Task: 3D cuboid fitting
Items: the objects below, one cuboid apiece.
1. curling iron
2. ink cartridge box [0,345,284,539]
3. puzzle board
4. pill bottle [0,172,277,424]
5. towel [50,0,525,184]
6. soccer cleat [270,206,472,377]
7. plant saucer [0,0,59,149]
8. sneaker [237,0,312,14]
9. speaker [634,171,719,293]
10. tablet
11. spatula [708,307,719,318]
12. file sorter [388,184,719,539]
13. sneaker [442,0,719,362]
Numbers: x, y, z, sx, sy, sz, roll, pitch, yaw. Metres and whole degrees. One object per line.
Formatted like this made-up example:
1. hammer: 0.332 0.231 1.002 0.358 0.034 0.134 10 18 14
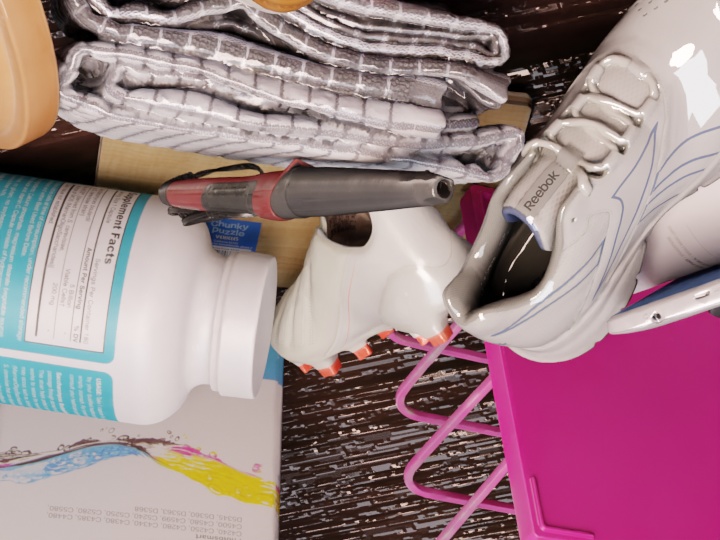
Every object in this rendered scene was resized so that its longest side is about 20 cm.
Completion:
1. curling iron: -0.024 -0.036 1.221 0.050 0.026 0.200 -16 -173 -32
2. ink cartridge box: -0.121 0.137 1.464 0.146 0.200 0.147 7 138 -8
3. puzzle board: -0.029 -0.046 1.399 0.200 0.017 0.151 7 139 -7
4. pill bottle: -0.143 0.013 1.372 0.200 0.111 0.111 9 139 4
5. towel: -0.036 -0.091 1.242 0.200 0.086 0.166 9 180 -10
6. soccer cleat: 0.000 0.000 1.364 0.078 0.069 0.200 56 157 -7
7. plant saucer: -0.188 -0.138 1.170 0.032 0.200 0.200 -30 142 -19
8. sneaker: -0.034 -0.192 1.039 0.073 0.085 0.200 -12 104 -10
9. speaker: 0.187 -0.054 1.274 0.200 0.081 0.081 -21 135 31
10. tablet: 0.190 -0.006 1.284 0.130 0.200 0.014 -20 90 19
11. spatula: 0.219 0.014 1.399 0.056 0.021 0.200 -31 166 29
12. file sorter: 0.100 0.085 1.395 0.139 0.200 0.125 11 139 -25
13. sneaker: 0.105 -0.045 1.226 0.087 0.074 0.200 1 120 -59
